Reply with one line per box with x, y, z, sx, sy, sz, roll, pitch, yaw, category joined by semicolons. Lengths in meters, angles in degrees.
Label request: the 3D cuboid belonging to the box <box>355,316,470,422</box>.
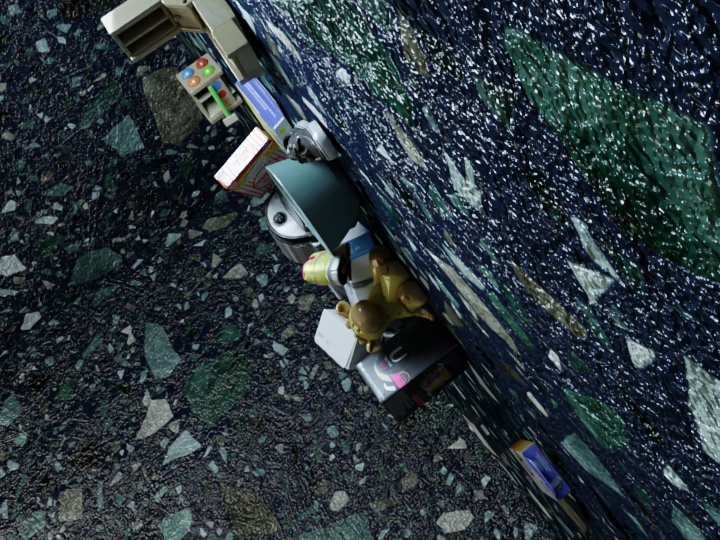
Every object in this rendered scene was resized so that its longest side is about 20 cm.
0.112;0.204;1.488;0.122;0.200;0.106;49;175;43;box

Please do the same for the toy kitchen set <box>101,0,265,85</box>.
-0.274;-0.351;1.155;0.200;0.180;0.163;56;179;20;toy kitchen set

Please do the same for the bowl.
-0.073;-0.138;1.280;0.201;0.105;0.201;52;178;3;bowl

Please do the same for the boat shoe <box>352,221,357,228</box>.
-0.073;-0.150;1.442;0.201;0.072;0.061;46;169;44;boat shoe

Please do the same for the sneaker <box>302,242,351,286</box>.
-0.066;-0.011;1.375;0.200;0.090;0.079;-30;-64;-82;sneaker

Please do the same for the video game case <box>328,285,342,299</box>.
-0.061;-0.037;1.928;0.018;0.143;0.200;18;150;51;video game case

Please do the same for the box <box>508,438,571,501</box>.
0.376;0.416;1.468;0.119;0.041;0.200;52;175;11;box

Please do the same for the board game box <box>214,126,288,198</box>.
-0.243;-0.252;1.664;0.046;0.152;0.200;45;-169;12;board game box

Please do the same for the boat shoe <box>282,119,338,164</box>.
-0.092;-0.206;1.149;0.070;0.066;0.200;54;177;-25;boat shoe

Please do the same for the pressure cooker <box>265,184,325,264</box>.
-0.141;-0.123;1.725;0.175;0.179;0.200;8;158;15;pressure cooker

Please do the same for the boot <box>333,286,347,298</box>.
0.003;0.038;1.871;0.200;0.131;0.070;51;175;22;boot

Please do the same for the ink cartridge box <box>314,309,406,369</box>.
0.019;0.156;1.589;0.199;0.085;0.144;5;-161;-39;ink cartridge box

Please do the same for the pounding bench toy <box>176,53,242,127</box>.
-0.460;-0.555;2.176;0.200;0.124;0.156;50;176;38;pounding bench toy

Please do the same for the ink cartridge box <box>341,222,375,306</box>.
0.000;0.000;1.563;0.146;0.086;0.201;-136;25;-69;ink cartridge box

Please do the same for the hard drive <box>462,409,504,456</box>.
0.420;0.557;2.408;0.140;0.038;0.200;53;178;-1;hard drive

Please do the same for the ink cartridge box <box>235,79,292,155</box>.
-0.196;-0.333;1.497;0.198;0.047;0.200;52;180;36;ink cartridge box

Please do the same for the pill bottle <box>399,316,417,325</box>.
0.088;0.131;1.747;0.200;0.109;0.109;46;174;30;pill bottle

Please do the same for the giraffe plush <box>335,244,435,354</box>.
0.038;0.071;1.430;0.173;0.162;0.200;50;176;36;giraffe plush
